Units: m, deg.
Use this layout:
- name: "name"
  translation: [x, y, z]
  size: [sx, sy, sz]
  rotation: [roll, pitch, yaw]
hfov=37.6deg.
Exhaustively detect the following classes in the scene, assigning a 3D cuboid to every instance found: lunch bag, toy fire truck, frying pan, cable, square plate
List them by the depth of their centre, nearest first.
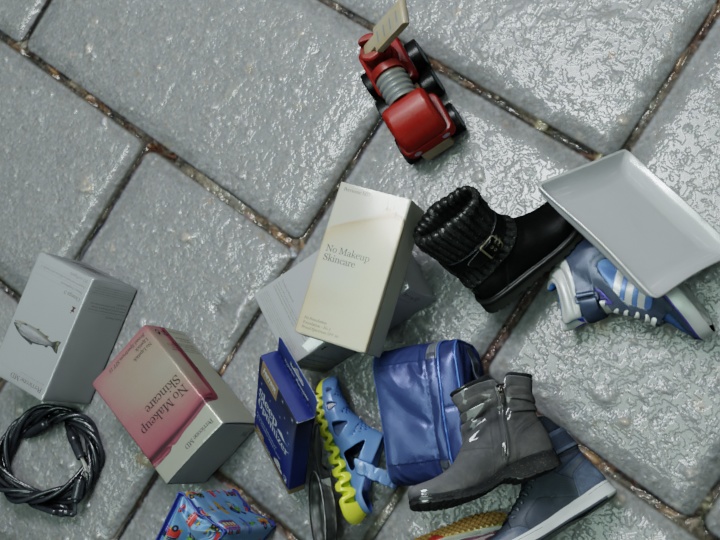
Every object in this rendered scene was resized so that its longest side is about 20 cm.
- name: "square plate"
  translation: [0.339, -0.058, 1.306]
  size: [0.200, 0.198, 0.028]
  rotation: [48, 136, 22]
- name: "lunch bag"
  translation: [0.107, 0.191, 1.368]
  size: [0.132, 0.136, 0.201]
  rotation: [-14, 77, 21]
- name: "toy fire truck"
  translation: [0.058, -0.261, 1.432]
  size: [0.128, 0.200, 0.177]
  rotation: [-32, 70, 15]
- name: "frying pan"
  translation: [-0.054, 0.292, 1.434]
  size: [0.031, 0.115, 0.191]
  rotation: [-2, 93, -13]
- name: "lunch bag"
  translation: [-0.231, 0.411, 1.464]
  size: [0.094, 0.150, 0.200]
  rotation: [34, 94, 24]
- name: "cable"
  translation: [-0.495, 0.288, 1.651]
  size: [0.199, 0.051, 0.164]
  rotation: [13, 86, 25]

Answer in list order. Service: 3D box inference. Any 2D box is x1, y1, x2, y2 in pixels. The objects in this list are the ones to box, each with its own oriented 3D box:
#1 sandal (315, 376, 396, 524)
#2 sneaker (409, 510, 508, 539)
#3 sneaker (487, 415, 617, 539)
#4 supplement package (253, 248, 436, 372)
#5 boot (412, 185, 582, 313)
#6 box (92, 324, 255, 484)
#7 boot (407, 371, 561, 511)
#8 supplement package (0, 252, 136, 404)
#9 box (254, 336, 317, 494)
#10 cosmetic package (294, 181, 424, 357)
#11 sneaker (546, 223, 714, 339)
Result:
- name: "sandal"
  translation: [-0.005, 0.238, 1.446]
  size: [0.087, 0.079, 0.201]
  rotation: [-20, 78, 6]
- name: "sneaker"
  translation: [0.122, 0.380, 1.372]
  size: [0.199, 0.075, 0.090]
  rotation: [-24, 87, 19]
- name: "sneaker"
  translation: [0.198, 0.268, 1.315]
  size: [0.202, 0.077, 0.146]
  rotation: [-26, 69, -24]
- name: "supplement package"
  translation: [-0.020, 0.037, 1.456]
  size: [0.200, 0.121, 0.120]
  rotation: [-34, 70, 14]
- name: "boot"
  translation: [0.185, -0.062, 1.344]
  size: [0.211, 0.158, 0.079]
  rotation: [-44, 24, -1]
- name: "box"
  translation: [-0.270, 0.195, 1.540]
  size: [0.128, 0.109, 0.200]
  rotation: [-47, 67, 8]
- name: "boot"
  translation: [0.131, 0.203, 1.265]
  size: [0.199, 0.070, 0.132]
  rotation: [-14, 72, -19]
- name: "supplement package"
  translation: [-0.456, 0.091, 1.631]
  size: [0.117, 0.117, 0.201]
  rotation: [23, 90, 24]
- name: "box"
  translation: [-0.103, 0.196, 1.427]
  size: [0.032, 0.201, 0.121]
  rotation: [-15, 50, -24]
- name: "cosmetic package"
  translation: [0.000, 0.000, 1.348]
  size: [0.103, 0.073, 0.201]
  rotation: [14, 85, 19]
- name: "sneaker"
  translation: [0.329, 0.046, 1.339]
  size: [0.146, 0.081, 0.200]
  rotation: [-46, 70, 18]
